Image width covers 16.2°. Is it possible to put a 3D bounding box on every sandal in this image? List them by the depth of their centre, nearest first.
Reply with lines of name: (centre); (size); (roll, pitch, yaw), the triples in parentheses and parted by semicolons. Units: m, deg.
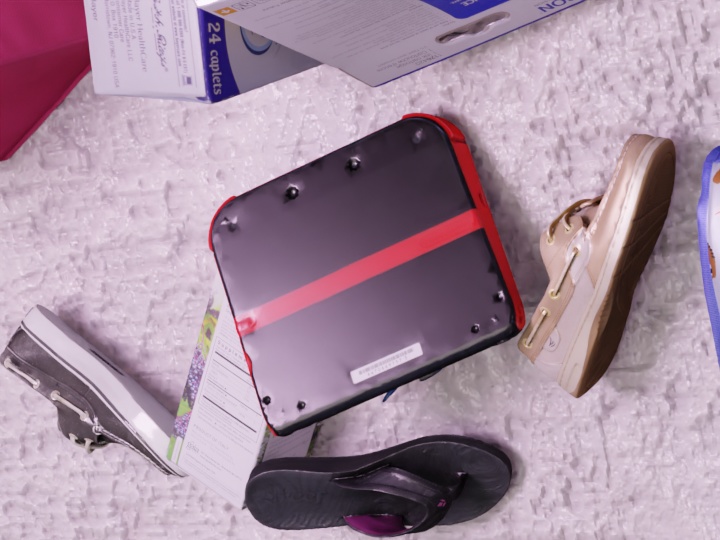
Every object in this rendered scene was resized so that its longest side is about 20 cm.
sandal: (0.013, 0.166, 1.821); (0.200, 0.048, 0.076); (-9, 124, 17)

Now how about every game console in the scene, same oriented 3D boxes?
game console: (0.000, 0.000, 1.745); (0.199, 0.031, 0.177); (-25, 73, 16)

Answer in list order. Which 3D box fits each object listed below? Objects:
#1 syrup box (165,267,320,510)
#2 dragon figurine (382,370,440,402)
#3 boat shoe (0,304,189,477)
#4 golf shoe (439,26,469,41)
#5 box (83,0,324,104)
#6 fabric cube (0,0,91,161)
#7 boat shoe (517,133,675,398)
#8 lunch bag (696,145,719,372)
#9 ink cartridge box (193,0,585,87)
syrup box: (-0.070, 0.067, 1.866); (0.081, 0.079, 0.201); (32, 123, 25)
dragon figurine: (0.027, 0.053, 1.799); (0.099, 0.059, 0.200); (39, 125, 20)
boat shoe: (-0.203, 0.108, 1.982); (0.200, 0.071, 0.064); (39, 93, 29)
golf shoe: (0.031, -0.247, 1.648); (0.097, 0.078, 0.200); (-33, 120, 29)
box: (-0.088, -0.223, 1.692); (0.105, 0.200, 0.185); (7, 111, 34)
fabric cube: (-0.340, -0.185, 1.903); (0.200, 0.199, 0.196); (54, 131, 8)
boat shoe: (0.149, -0.009, 1.672); (0.069, 0.074, 0.201); (29, 123, 19)
lunch bag: (0.303, 0.013, 1.532); (0.170, 0.124, 0.201); (-2, 113, 39)
ink cartridge box: (0.029, -0.187, 1.591); (0.197, 0.200, 0.047); (-20, 71, 29)
